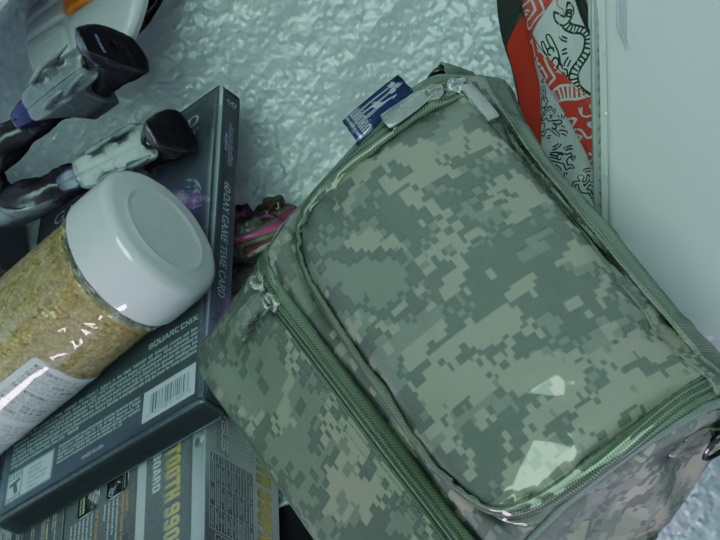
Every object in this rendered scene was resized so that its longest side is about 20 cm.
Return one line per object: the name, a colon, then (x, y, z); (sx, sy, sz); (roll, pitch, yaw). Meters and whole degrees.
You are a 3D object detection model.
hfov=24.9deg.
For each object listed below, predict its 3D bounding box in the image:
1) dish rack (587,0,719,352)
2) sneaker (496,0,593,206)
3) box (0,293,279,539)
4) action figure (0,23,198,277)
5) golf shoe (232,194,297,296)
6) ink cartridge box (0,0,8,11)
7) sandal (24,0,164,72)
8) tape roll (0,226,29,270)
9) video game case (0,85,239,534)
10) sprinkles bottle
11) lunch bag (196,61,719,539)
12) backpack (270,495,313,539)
dish rack: (0.168, -0.051, 0.663); (0.171, 0.044, 0.200); (4, 106, 29)
sneaker: (0.129, -0.068, 0.740); (0.108, 0.067, 0.202); (-26, 73, 50)
box: (-0.109, 0.122, 0.758); (0.158, 0.048, 0.200); (-34, 39, 26)
action figure: (-0.183, -0.042, 0.807); (0.200, 0.069, 0.130); (-31, 92, 20)
golf shoe: (0.000, 0.000, 0.818); (0.200, 0.073, 0.092); (-13, 102, 25)
ink cartridge box: (-0.206, -0.152, 0.780); (0.200, 0.039, 0.099); (-50, 55, 7)
sandal: (-0.128, -0.182, 0.861); (0.079, 0.059, 0.207); (-15, 65, 28)
tape roll: (-0.287, 0.002, 0.910); (0.200, 0.066, 0.201); (0, 90, 19)
video game case: (-0.117, 0.016, 0.799); (0.143, 0.019, 0.200); (-31, 40, 30)
sprinkles bottle: (-0.158, 0.037, 0.755); (0.200, 0.068, 0.068); (-38, 79, 24)
lunch bag: (0.050, 0.036, 0.673); (0.168, 0.139, 0.200); (-51, 61, 27)
backpack: (-0.011, 0.192, 0.772); (0.200, 0.150, 0.178); (-41, 73, 28)
